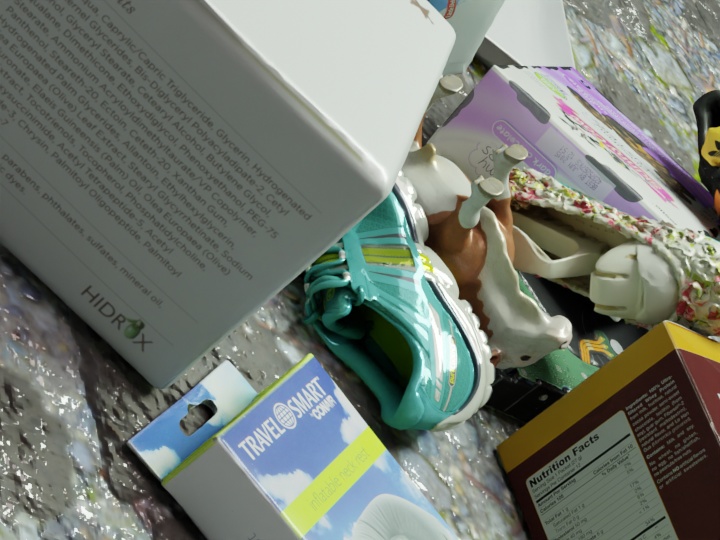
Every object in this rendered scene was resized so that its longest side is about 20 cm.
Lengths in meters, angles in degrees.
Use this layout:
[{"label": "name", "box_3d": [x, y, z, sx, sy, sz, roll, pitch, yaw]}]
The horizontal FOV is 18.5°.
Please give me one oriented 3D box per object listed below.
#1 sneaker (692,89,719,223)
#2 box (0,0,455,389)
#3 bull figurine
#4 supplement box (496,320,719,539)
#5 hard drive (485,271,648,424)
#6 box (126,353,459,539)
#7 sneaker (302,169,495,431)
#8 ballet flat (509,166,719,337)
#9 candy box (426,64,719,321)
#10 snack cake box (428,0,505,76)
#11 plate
[{"label": "sneaker", "box_3d": [0.249, -0.047, 1.410, 0.090, 0.070, 0.200, 46, 19, -22]}, {"label": "box", "box_3d": [-0.088, -0.096, 1.086, 0.200, 0.171, 0.199, 45, 27, -11]}, {"label": "bull figurine", "box_3d": [0.048, -0.033, 1.263, 0.065, 0.122, 0.200, -21, 52, -37]}, {"label": "supplement box", "box_3d": [0.215, 0.164, 1.259, 0.197, 0.133, 0.200, 20, 40, -45]}, {"label": "hard drive", "box_3d": [0.129, 0.048, 1.380, 0.200, 0.038, 0.140, 26, 36, -40]}, {"label": "box", "box_3d": [-0.012, 0.129, 1.059, 0.200, 0.048, 0.122, 51, 27, 0]}, {"label": "sneaker", "box_3d": [0.000, 0.000, 1.214, 0.080, 0.078, 0.200, -16, 67, -48]}, {"label": "ballet flat", "box_3d": [0.137, -0.003, 1.282, 0.200, 0.076, 0.064, 22, 32, 38]}, {"label": "candy box", "box_3d": [0.152, -0.055, 1.449, 0.168, 0.072, 0.200, 44, 17, 11]}, {"label": "snack cake box", "box_3d": [0.024, -0.239, 1.470, 0.067, 0.115, 0.200, -12, 65, -26]}, {"label": "plate", "box_3d": [0.079, -0.220, 1.645, 0.200, 0.032, 0.200, 34, 32, -28]}]
